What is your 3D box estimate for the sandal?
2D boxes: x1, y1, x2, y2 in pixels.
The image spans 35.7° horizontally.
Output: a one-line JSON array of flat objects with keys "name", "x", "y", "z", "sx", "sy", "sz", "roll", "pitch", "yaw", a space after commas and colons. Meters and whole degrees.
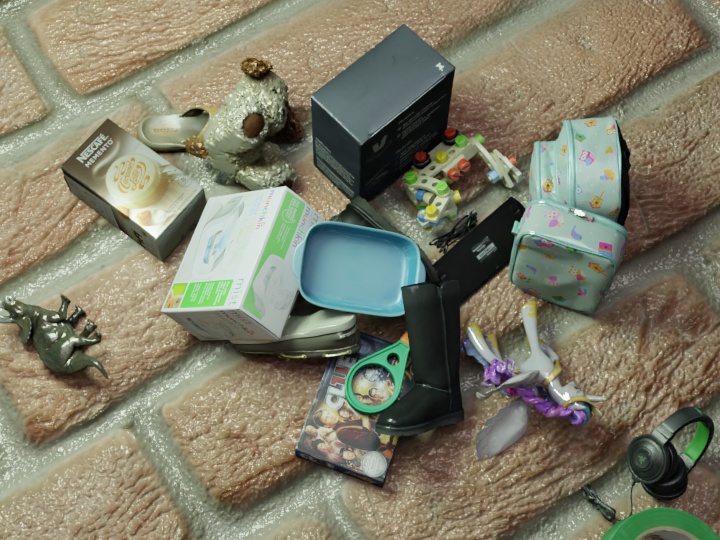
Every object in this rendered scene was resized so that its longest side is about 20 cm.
[{"name": "sandal", "x": -0.258, "y": -0.234, "z": 1.786, "sx": 0.198, "sy": 0.054, "sz": 0.081, "roll": -5, "pitch": 66, "yaw": -10}]

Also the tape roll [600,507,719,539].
[{"name": "tape roll", "x": 0.405, "y": 0.421, "z": 1.487, "sx": 0.198, "sy": 0.048, "sz": 0.202, "roll": 6, "pitch": 66, "yaw": -13}]

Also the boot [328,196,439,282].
[{"name": "boot", "x": 0.000, "y": 0.001, "z": 1.672, "sx": 0.157, "sy": 0.080, "sz": 0.211, "roll": -38, "pitch": 64, "yaw": -21}]

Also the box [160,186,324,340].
[{"name": "box", "x": -0.168, "y": -0.006, "z": 1.620, "sx": 0.175, "sy": 0.097, "sz": 0.201, "roll": -3, "pitch": 58, "yaw": 44}]

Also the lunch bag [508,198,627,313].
[{"name": "lunch bag", "x": 0.295, "y": -0.024, "z": 1.623, "sx": 0.159, "sy": 0.200, "sz": 0.078, "roll": 22, "pitch": 65, "yaw": 11}]

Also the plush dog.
[{"name": "plush dog", "x": -0.169, "y": -0.233, "z": 1.738, "sx": 0.159, "sy": 0.201, "sz": 0.172, "roll": 15, "pitch": 59, "yaw": 29}]

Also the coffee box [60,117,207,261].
[{"name": "coffee box", "x": -0.348, "y": -0.125, "z": 1.723, "sx": 0.199, "sy": 0.080, "sz": 0.115, "roll": 35, "pitch": 69, "yaw": 14}]

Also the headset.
[{"name": "headset", "x": 0.402, "y": 0.265, "z": 1.550, "sx": 0.200, "sy": 0.123, "sz": 0.094, "roll": -47, "pitch": 48, "yaw": -1}]

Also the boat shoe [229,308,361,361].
[{"name": "boat shoe", "x": -0.095, "y": 0.101, "z": 1.620, "sx": 0.200, "sy": 0.061, "sz": 0.072, "roll": -8, "pitch": 26, "yaw": 20}]

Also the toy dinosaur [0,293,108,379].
[{"name": "toy dinosaur", "x": -0.437, "y": 0.104, "z": 1.635, "sx": 0.102, "sy": 0.077, "sz": 0.200, "roll": -44, "pitch": 78, "yaw": -6}]

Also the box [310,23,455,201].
[{"name": "box", "x": 0.032, "y": -0.233, "z": 1.714, "sx": 0.196, "sy": 0.200, "sz": 0.117, "roll": -40, "pitch": 72, "yaw": -18}]

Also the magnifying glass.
[{"name": "magnifying glass", "x": 0.052, "y": 0.124, "z": 1.615, "sx": 0.079, "sy": 0.022, "sz": 0.200, "roll": 35, "pitch": 71, "yaw": 14}]

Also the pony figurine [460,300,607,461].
[{"name": "pony figurine", "x": 0.226, "y": 0.155, "z": 1.584, "sx": 0.192, "sy": 0.167, "sz": 0.201, "roll": -18, "pitch": 52, "yaw": -17}]

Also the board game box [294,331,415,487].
[{"name": "board game box", "x": 0.002, "y": 0.194, "z": 1.610, "sx": 0.134, "sy": 0.035, "sz": 0.201, "roll": 18, "pitch": 67, "yaw": 7}]

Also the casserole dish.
[{"name": "casserole dish", "x": -0.005, "y": -0.001, "z": 1.592, "sx": 0.198, "sy": 0.039, "sz": 0.122, "roll": 9, "pitch": 85, "yaw": -18}]

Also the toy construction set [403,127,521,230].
[{"name": "toy construction set", "x": 0.151, "y": -0.148, "z": 1.736, "sx": 0.199, "sy": 0.093, "sz": 0.131, "roll": -28, "pitch": 44, "yaw": -21}]

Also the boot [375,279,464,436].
[{"name": "boot", "x": 0.079, "y": 0.118, "z": 1.555, "sx": 0.065, "sy": 0.164, "sz": 0.202, "roll": 4, "pitch": 97, "yaw": 42}]

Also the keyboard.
[{"name": "keyboard", "x": 0.179, "y": -0.038, "z": 1.727, "sx": 0.200, "sy": 0.040, "sz": 0.104, "roll": -39, "pitch": 95, "yaw": -18}]

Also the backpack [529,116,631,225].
[{"name": "backpack", "x": 0.329, "y": -0.132, "z": 1.672, "sx": 0.152, "sy": 0.200, "sz": 0.177, "roll": 3, "pitch": 66, "yaw": 1}]
